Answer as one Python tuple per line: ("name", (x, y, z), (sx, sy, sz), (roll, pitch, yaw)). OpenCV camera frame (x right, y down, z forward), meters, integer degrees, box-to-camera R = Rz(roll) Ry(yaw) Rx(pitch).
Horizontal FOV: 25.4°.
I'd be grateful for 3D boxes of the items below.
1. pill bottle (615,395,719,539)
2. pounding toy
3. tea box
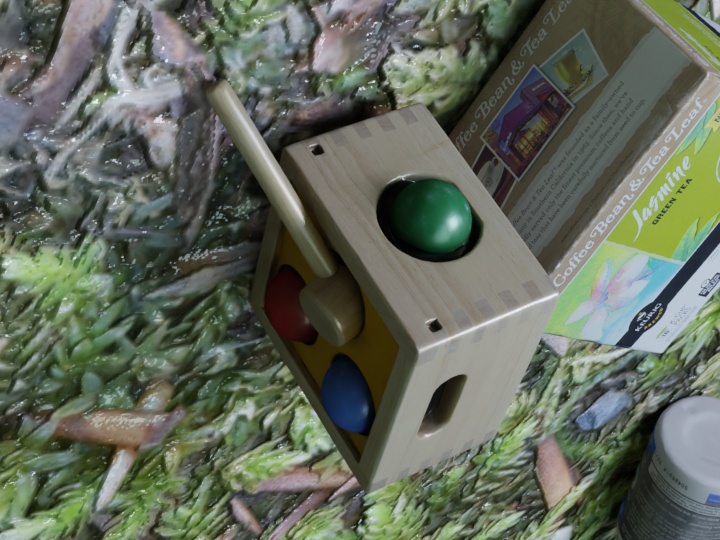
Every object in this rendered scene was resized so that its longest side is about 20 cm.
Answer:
("pill bottle", (0.311, 0.226, 1.532), (0.113, 0.114, 0.201), (-17, 140, -29))
("pounding toy", (0.000, 0.000, 0.947), (0.141, 0.185, 0.201), (-20, 150, -26))
("tea box", (0.173, -0.068, 1.050), (0.196, 0.134, 0.201), (11, 123, -48))
